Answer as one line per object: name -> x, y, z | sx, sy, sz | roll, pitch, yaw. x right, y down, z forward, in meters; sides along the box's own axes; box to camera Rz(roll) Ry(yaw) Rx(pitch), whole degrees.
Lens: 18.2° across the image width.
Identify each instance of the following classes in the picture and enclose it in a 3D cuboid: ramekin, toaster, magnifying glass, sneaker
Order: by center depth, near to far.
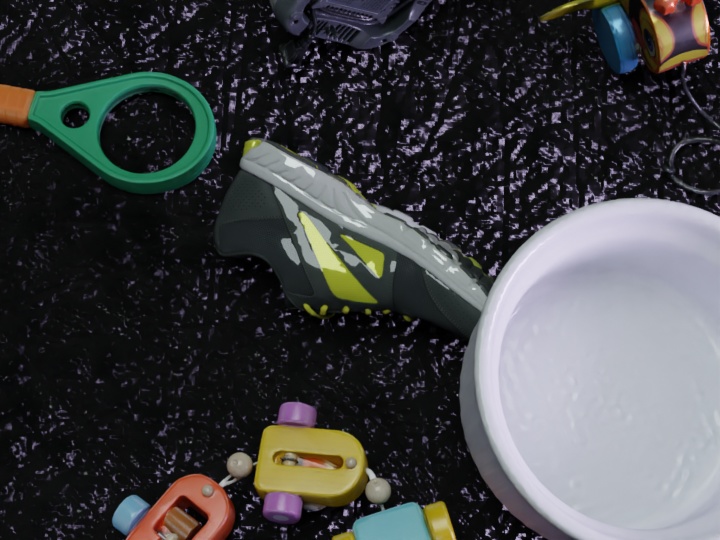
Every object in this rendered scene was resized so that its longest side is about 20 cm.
ramekin -> 0.151, 0.067, 1.270 | 0.200, 0.098, 0.201 | 2, 77, -10
sneaker -> 0.000, 0.000, 1.361 | 0.200, 0.074, 0.085 | 33, 97, 12
toaster -> 0.001, -0.233, 1.413 | 0.113, 0.200, 0.130 | 7, 51, -42
magnifying glass -> -0.189, -0.098, 1.439 | 0.199, 0.022, 0.080 | 12, 68, 8

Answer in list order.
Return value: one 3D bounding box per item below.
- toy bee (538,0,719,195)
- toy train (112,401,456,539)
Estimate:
toy bee -> 0.191, -0.166, 1.391 | 0.131, 0.109, 0.200 | -39, 69, -14
toy train -> -0.035, 0.165, 1.292 | 0.200, 0.056, 0.150 | 30, 73, 19
